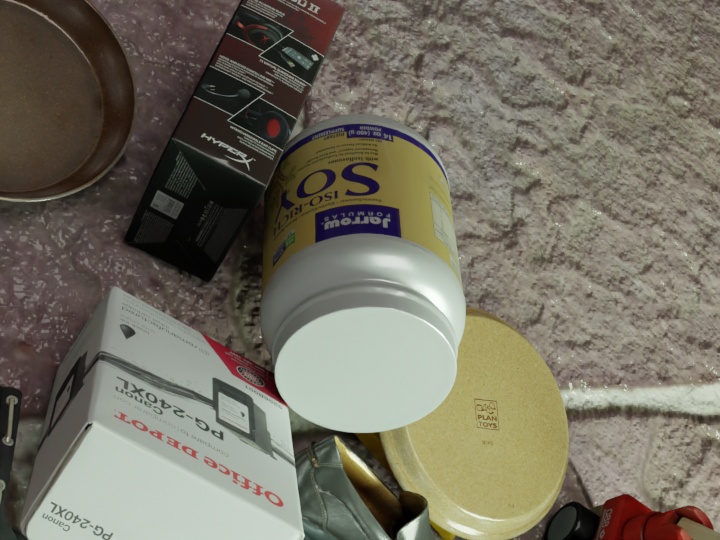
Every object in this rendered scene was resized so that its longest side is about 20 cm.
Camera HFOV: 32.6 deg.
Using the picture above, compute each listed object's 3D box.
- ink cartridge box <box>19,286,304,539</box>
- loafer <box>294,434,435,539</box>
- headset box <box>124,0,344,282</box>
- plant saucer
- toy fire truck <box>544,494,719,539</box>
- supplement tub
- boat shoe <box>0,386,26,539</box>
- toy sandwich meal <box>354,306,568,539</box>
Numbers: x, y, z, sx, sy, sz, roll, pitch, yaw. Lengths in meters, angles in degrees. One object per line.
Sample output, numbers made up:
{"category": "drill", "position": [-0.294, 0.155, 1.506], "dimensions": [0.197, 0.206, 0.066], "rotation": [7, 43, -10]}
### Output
{"category": "ink cartridge box", "position": [-0.119, 0.111, 0.766], "dimensions": [0.145, 0.084, 0.200], "rotation": [31, 14, -18]}
{"category": "loafer", "position": [0.025, 0.191, 0.875], "dimensions": [0.200, 0.072, 0.073], "rotation": [36, 21, -23]}
{"category": "headset box", "position": [-0.090, -0.115, 0.912], "dimensions": [0.075, 0.149, 0.201], "rotation": [26, 55, -10]}
{"category": "plant saucer", "position": [-0.261, -0.135, 0.891], "dimensions": [0.199, 0.034, 0.202], "rotation": [14, 61, -26]}
{"category": "toy fire truck", "position": [0.229, 0.253, 0.911], "dimensions": [0.128, 0.200, 0.177], "rotation": [36, 53, -12]}
{"category": "supplement tub", "position": [0.000, 0.000, 0.882], "dimensions": [0.145, 0.146, 0.201], "rotation": [23, 37, -22]}
{"category": "boat shoe", "position": [-0.233, 0.161, 0.746], "dimensions": [0.060, 0.074, 0.201], "rotation": [5, 57, -25]}
{"category": "toy sandwich meal", "position": [0.075, 0.117, 0.967], "dimensions": [0.204, 0.070, 0.207], "rotation": [13, 65, -29]}
